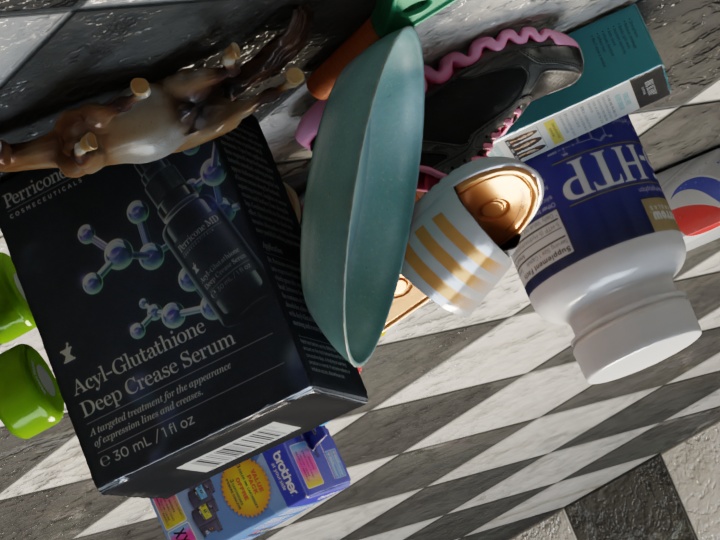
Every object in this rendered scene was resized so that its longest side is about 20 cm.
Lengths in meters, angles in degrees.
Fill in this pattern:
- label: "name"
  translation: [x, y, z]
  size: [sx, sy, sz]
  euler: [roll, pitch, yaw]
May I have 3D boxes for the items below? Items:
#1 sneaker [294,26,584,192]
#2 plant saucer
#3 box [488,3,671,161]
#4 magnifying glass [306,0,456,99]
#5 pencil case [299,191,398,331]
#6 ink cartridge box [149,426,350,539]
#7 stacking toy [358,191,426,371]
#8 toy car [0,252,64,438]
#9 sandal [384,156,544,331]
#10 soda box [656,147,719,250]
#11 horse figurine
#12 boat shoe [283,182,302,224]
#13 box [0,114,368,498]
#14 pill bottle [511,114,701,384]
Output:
- label: "sneaker"
  translation: [0.061, -0.089, 1.576]
  size: [0.199, 0.096, 0.079]
  euler: [-21, 165, -15]
- label: "plant saucer"
  translation: [-0.001, -0.045, 1.432]
  size: [0.036, 0.201, 0.200]
  euler: [9, 171, 11]
- label: "box"
  translation: [0.110, -0.110, 1.670]
  size: [0.199, 0.049, 0.082]
  euler: [-24, 166, 6]
- label: "magnifying glass"
  translation: [0.026, -0.154, 1.430]
  size: [0.079, 0.022, 0.200]
  euler: [-13, 162, -37]
- label: "pencil case"
  translation: [-0.004, -0.007, 1.809]
  size: [0.090, 0.084, 0.200]
  euler: [-17, 166, 1]
- label: "ink cartridge box"
  translation: [-0.101, 0.162, 2.194]
  size: [0.200, 0.137, 0.076]
  euler: [-31, 170, 31]
- label: "stacking toy"
  translation: [0.000, 0.000, 1.646]
  size: [0.200, 0.116, 0.110]
  euler: [-43, -171, 26]
- label: "toy car"
  translation: [-0.302, 0.036, 1.473]
  size: [0.164, 0.158, 0.200]
  euler: [-28, 138, 7]
- label: "sandal"
  translation: [0.042, 0.010, 1.558]
  size: [0.206, 0.059, 0.079]
  euler: [-41, 136, 25]
- label: "soda box"
  translation: [0.289, -0.057, 2.143]
  size: [0.199, 0.064, 0.068]
  euler: [-22, 166, -3]
- label: "horse figurine"
  translation: [-0.114, -0.089, 1.365]
  size: [0.199, 0.050, 0.132]
  euler: [-23, -179, -28]
- label: "boat shoe"
  translation: [-0.136, -0.011, 1.626]
  size: [0.199, 0.072, 0.076]
  euler: [-27, 151, 10]
- label: "box"
  translation: [-0.108, 0.015, 1.468]
  size: [0.148, 0.201, 0.107]
  euler: [-26, 165, 14]
- label: "pill bottle"
  translation: [0.164, -0.028, 1.750]
  size: [0.119, 0.201, 0.120]
  euler: [-22, 167, -5]
